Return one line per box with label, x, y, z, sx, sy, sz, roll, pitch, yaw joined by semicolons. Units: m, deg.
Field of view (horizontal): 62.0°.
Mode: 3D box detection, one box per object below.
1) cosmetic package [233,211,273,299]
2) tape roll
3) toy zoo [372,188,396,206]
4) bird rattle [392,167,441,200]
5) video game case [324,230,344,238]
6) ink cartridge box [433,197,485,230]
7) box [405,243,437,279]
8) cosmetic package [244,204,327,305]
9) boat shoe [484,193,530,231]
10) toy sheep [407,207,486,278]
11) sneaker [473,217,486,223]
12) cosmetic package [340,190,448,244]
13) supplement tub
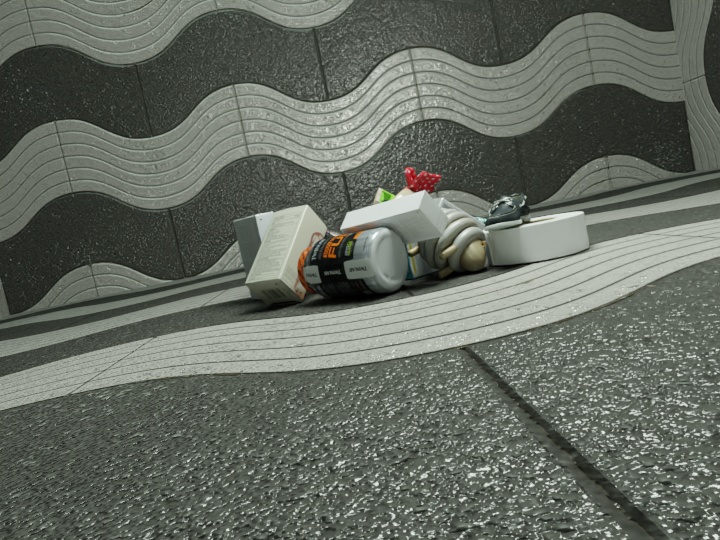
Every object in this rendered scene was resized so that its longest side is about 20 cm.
cosmetic package;-0.234;-0.031;1.426;0.052;0.201;0.151;-15;7;-28
tape roll;0.347;-0.064;1.196;0.202;0.071;0.202;-11;6;1
toy zoo;0.127;-0.141;1.515;0.199;0.021;0.131;27;21;-6
bird rattle;0.092;-0.120;1.278;0.163;0.113;0.200;-43;-13;-50
video game case;0.010;-0.047;1.374;0.199;0.036;0.181;14;7;-20
ink cartridge box;0.222;-0.111;1.468;0.200;0.045;0.176;28;-8;-23
box;0.159;-0.042;1.310;0.200;0.083;0.049;-16;6;-40
cosmetic package;-0.157;-0.033;1.294;0.103;0.087;0.201;-8;51;34
boat shoe;0.284;-0.116;1.173;0.075;0.061;0.200;-9;6;24
toy sheep;0.170;-0.060;1.191;0.138;0.138;0.200;-16;43;-38
sneaker;0.337;-0.103;1.624;0.140;0.078;0.200;8;13;-38
cosmetic package;0.062;-0.090;1.147;0.200;0.083;0.051;-10;49;43
supplement tub;-0.019;-0.010;1.154;0.199;0.123;0.122;-8;7;39
